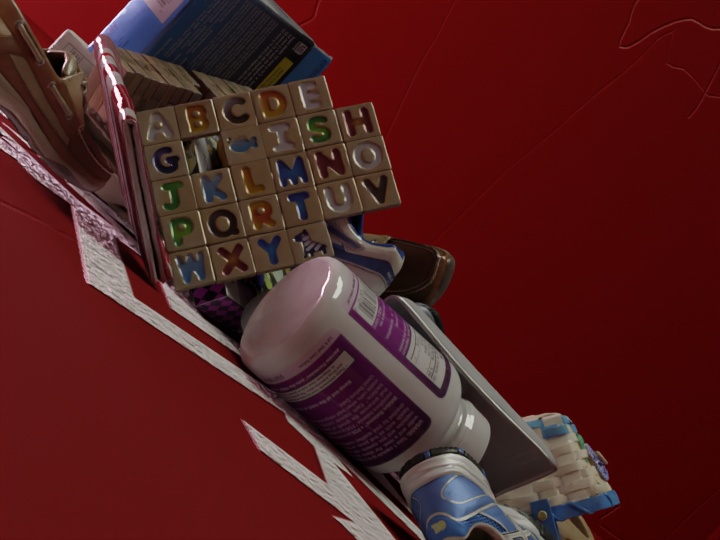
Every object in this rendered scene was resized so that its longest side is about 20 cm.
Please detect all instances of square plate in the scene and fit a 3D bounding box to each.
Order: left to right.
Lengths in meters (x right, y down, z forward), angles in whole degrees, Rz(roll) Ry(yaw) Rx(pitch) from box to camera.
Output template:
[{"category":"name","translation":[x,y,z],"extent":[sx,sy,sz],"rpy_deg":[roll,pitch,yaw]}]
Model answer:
[{"category":"square plate","translation":[0.059,0.117,1.492],"extent":[0.200,0.028,0.198],"rpy_deg":[47,-32,-3]}]

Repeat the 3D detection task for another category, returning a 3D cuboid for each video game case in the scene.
[{"category":"video game case","translation":[-0.110,-0.027,1.524],"extent":[0.200,0.036,0.182],"rpy_deg":[42,31,-64]}]

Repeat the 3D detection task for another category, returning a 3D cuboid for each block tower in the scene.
[{"category":"block tower","translation":[-0.159,-0.147,1.539],"extent":[0.200,0.058,0.054],"rpy_deg":[15,25,-49]}]

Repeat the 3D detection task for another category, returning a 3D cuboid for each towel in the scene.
[{"category":"towel","translation":[-0.181,-0.091,1.367],"extent":[0.200,0.023,0.144],"rpy_deg":[-120,-161,-61]}]

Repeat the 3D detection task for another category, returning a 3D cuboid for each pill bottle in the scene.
[{"category":"pill bottle","translation":[0.009,0.090,1.373],"extent":[0.200,0.112,0.112],"rpy_deg":[43,1,-22]}]

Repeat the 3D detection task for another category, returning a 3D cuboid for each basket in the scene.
[{"category":"basket","translation":[0.172,0.233,1.587],"extent":[0.176,0.139,0.200],"rpy_deg":[44,35,-84]}]

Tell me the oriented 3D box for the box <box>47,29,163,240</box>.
[{"category":"box","translation":[-0.231,-0.127,1.631],"extent":[0.200,0.095,0.078],"rpy_deg":[44,1,-6]}]

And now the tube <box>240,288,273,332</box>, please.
[{"category":"tube","translation":[-0.033,0.094,1.480],"extent":[0.077,0.050,0.200],"rpy_deg":[43,-8,50]}]

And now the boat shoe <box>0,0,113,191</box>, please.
[{"category":"boat shoe","translation":[-0.245,-0.136,1.348],"extent":[0.076,0.072,0.200],"rpy_deg":[45,-6,40]}]

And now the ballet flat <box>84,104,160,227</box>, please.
[{"category":"ballet flat","translation":[-0.241,-0.112,1.516],"extent":[0.200,0.072,0.072],"rpy_deg":[43,1,5]}]

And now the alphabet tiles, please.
[{"category":"alphabet tiles","translation":[-0.074,-0.078,1.440],"extent":[0.008,0.200,0.167],"rpy_deg":[98,-22,-67]}]

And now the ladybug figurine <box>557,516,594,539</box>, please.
[{"category":"ladybug figurine","translation":[0.183,0.261,1.847],"extent":[0.200,0.072,0.136],"rpy_deg":[48,11,-39]}]

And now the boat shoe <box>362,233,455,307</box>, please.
[{"category":"boat shoe","translation":[0.000,0.000,1.582],"extent":[0.200,0.076,0.072],"rpy_deg":[-3,-26,46]}]

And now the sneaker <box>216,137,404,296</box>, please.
[{"category":"sneaker","translation":[-0.041,-0.053,1.478],"extent":[0.200,0.088,0.075],"rpy_deg":[51,4,14]}]

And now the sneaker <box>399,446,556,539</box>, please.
[{"category":"sneaker","translation":[0.095,0.213,1.277],"extent":[0.200,0.076,0.077],"rpy_deg":[43,24,-37]}]

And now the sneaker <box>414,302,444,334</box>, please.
[{"category":"sneaker","translation":[0.042,0.098,1.582],"extent":[0.087,0.074,0.200],"rpy_deg":[15,-42,31]}]

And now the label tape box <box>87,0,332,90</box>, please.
[{"category":"label tape box","translation":[-0.136,-0.201,1.608],"extent":[0.066,0.143,0.200],"rpy_deg":[50,11,32]}]

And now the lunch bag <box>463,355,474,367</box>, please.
[{"category":"lunch bag","translation":[0.052,0.116,1.837],"extent":[0.200,0.122,0.170],"rpy_deg":[50,5,27]}]
